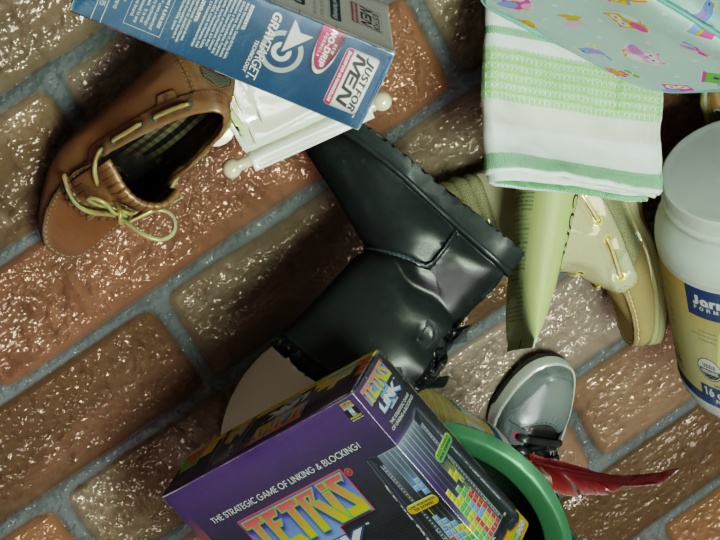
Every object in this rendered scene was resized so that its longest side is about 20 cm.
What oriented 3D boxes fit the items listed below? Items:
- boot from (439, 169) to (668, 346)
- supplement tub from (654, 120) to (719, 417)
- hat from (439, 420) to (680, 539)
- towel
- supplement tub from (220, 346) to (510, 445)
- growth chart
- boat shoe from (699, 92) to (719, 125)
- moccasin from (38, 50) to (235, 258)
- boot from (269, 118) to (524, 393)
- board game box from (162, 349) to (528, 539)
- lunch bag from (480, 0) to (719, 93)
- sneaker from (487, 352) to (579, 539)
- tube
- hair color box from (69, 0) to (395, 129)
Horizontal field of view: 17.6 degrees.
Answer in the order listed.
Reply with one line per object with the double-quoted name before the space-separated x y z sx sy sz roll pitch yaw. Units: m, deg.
"boot" 0.144 -0.007 1.743 0.155 0.073 0.201 -25 121 -11
"supplement tub" 0.294 0.000 1.710 0.144 0.145 0.201 -25 130 -10
"hat" 0.098 0.137 1.671 0.165 0.176 0.201 -14 118 31
"towel" 0.153 -0.153 1.621 0.148 0.031 0.201 5 83 -30
"supplement tub" 0.008 0.144 1.731 0.200 0.145 0.145 32 103 -36
"growth chart" -0.060 -0.166 1.548 0.144 0.018 0.201 -16 114 0
"boat shoe" 0.290 -0.081 1.783 0.068 0.072 0.201 -2 130 6
"moccasin" -0.148 -0.066 1.540 0.073 0.078 0.201 23 134 -38
"boot" 0.000 0.000 1.614 0.198 0.073 0.163 38 86 1
"board game box" -0.012 0.164 1.586 0.200 0.057 0.165 -31 107 38
"lunch bag" 0.183 -0.185 1.537 0.199 0.160 0.077 25 76 -35
"sneaker" 0.137 0.176 1.828 0.083 0.121 0.201 5 117 -28
"tube" 0.131 -0.041 1.654 0.058 0.052 0.201 22 77 -57
"hair color box" -0.081 -0.167 1.480 0.199 0.100 0.061 21 113 -11
